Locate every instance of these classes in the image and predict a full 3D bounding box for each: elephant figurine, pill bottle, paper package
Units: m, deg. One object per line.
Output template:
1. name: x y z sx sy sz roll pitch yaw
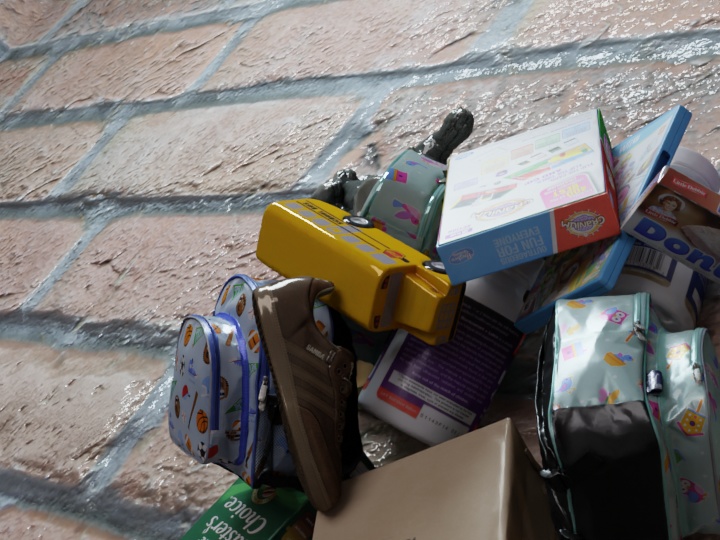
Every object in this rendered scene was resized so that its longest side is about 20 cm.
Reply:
1. elephant figurine: 0.044 -0.069 1.643 0.141 0.156 0.200 -31 11 -38
2. pill bottle: 0.090 0.062 1.383 0.111 0.111 0.200 24 85 58
3. pill bottle: 0.267 -0.018 1.359 0.111 0.111 0.200 -11 38 38
4. paper package: 0.059 0.243 1.224 0.200 0.104 0.191 -24 32 24

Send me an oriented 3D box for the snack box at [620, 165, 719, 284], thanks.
1. snack box: 0.313 -0.011 1.202 0.024 0.200 0.072 -61 0 -35

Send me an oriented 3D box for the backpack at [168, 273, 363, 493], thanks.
1. backpack: -0.095 0.098 1.392 0.200 0.154 0.191 13 92 62

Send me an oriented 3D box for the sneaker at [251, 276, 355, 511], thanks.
1. sneaker: -0.034 0.102 1.275 0.075 0.201 0.070 -15 -5 -9

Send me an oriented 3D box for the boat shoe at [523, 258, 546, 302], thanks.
1. boat shoe: 0.150 0.013 1.486 0.200 0.072 0.065 -35 7 -10

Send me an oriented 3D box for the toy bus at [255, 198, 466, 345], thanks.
1. toy bus: 0.000 0.000 1.337 0.078 0.065 0.200 -6 28 -44

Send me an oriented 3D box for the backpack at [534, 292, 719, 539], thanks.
1. backpack: 0.211 0.114 1.171 0.153 0.176 0.200 -13 35 8

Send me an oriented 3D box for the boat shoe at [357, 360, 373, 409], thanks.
1. boat shoe: -0.015 0.079 1.578 0.073 0.063 0.200 -38 29 -1

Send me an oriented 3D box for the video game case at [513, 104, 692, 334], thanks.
1. video game case: 0.213 -0.044 1.319 0.200 0.018 0.143 -60 12 -28

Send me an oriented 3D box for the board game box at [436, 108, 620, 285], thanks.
1. board game box: 0.149 -0.069 1.326 0.153 0.040 0.200 -17 23 16

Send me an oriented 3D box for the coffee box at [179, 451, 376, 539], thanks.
1. coffee box: -0.087 0.236 1.453 0.200 0.044 0.123 -45 30 -13

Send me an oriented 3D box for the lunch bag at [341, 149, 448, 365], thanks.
1. lunch bag: 0.039 -0.016 1.468 0.160 0.077 0.201 -41 -28 -67
